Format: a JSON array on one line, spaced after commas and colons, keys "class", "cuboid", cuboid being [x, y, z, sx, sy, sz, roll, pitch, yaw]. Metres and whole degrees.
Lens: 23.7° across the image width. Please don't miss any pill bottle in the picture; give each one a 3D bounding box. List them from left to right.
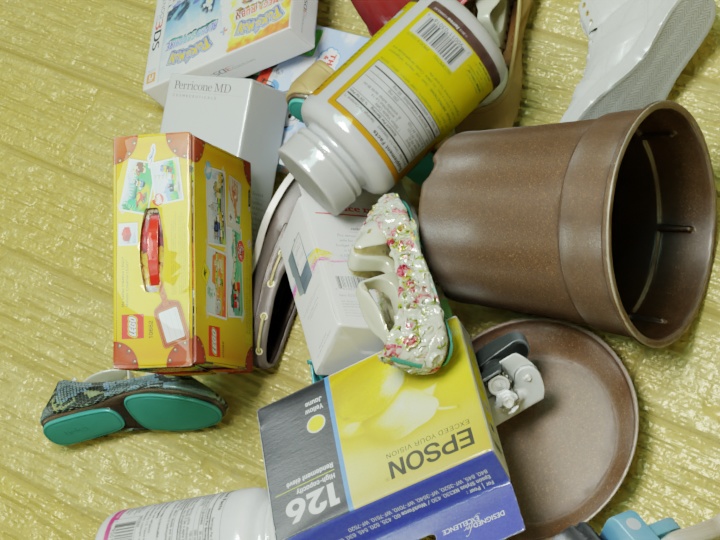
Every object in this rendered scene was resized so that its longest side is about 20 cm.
[{"class": "pill bottle", "cuboid": [-0.122, 0.251, 1.495, 0.199, 0.113, 0.114, -12, 63, 21]}, {"class": "pill bottle", "cuboid": [0.025, -0.144, 1.503, 0.200, 0.109, 0.109, -43, 56, -8]}]

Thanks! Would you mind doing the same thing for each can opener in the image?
[{"class": "can opener", "cuboid": [0.067, 0.129, 1.459, 0.200, 0.053, 0.067, -33, 24, 7]}]

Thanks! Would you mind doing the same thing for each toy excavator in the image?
[{"class": "toy excavator", "cuboid": [0.245, 0.223, 1.339, 0.100, 0.199, 0.195, 48, 138, 33]}]

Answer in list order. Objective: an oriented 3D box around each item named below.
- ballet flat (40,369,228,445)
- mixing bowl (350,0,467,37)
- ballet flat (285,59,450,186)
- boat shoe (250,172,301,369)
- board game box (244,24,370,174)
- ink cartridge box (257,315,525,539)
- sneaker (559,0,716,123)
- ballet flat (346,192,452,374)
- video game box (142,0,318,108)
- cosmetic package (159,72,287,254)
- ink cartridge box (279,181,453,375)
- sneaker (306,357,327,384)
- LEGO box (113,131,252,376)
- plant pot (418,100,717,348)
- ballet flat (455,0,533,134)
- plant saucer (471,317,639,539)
[{"class": "ballet flat", "cuboid": [-0.214, 0.117, 1.632, 0.199, 0.074, 0.075, -7, 65, 20]}, {"class": "mixing bowl", "cuboid": [0.043, -0.326, 1.630, 0.200, 0.108, 0.201, -35, 35, 29]}, {"class": "ballet flat", "cuboid": [0.028, -0.137, 1.593, 0.199, 0.069, 0.063, 28, 64, 3]}, {"class": "boat shoe", "cuboid": [-0.070, -0.006, 1.609, 0.059, 0.072, 0.201, 23, 86, 23]}, {"class": "board game box", "cuboid": [-0.047, -0.165, 1.691, 0.199, 0.037, 0.152, 18, 77, 31]}, {"class": "ink cartridge box", "cuboid": [0.017, 0.157, 1.390, 0.197, 0.047, 0.201, -25, 43, 12]}, {"class": "sneaker", "cuboid": [0.225, -0.185, 1.554, 0.200, 0.074, 0.116, -52, 37, 8]}, {"class": "ballet flat", "cuboid": [0.024, 0.004, 1.427, 0.064, 0.076, 0.200, 1, 41, -18]}, {"class": "video game box", "cuboid": [-0.127, -0.275, 1.740, 0.199, 0.047, 0.183, -18, 56, 34]}, {"class": "cosmetic package", "cuboid": [-0.142, -0.082, 1.651, 0.101, 0.071, 0.201, 7, 86, 30]}, {"class": "ink cartridge box", "cuboid": [0.000, 0.000, 1.530, 0.201, 0.117, 0.067, -107, 31, -41]}, {"class": "sneaker", "cuboid": [-0.012, 0.077, 1.538, 0.077, 0.080, 0.201, -22, 57, 16]}, {"class": "LEGO box", "cuboid": [-0.156, -0.009, 1.523, 0.077, 0.149, 0.201, -3, 83, 17]}, {"class": "plant pot", "cuboid": [0.169, -0.043, 1.446, 0.198, 0.200, 0.201, 4, 70, 36]}, {"class": "ballet flat", "cuboid": [0.117, -0.206, 1.602, 0.068, 0.063, 0.201, 1, 69, 24]}, {"class": "plant saucer", "cuboid": [0.144, 0.140, 1.459, 0.199, 0.037, 0.201, -11, 63, 22]}]
